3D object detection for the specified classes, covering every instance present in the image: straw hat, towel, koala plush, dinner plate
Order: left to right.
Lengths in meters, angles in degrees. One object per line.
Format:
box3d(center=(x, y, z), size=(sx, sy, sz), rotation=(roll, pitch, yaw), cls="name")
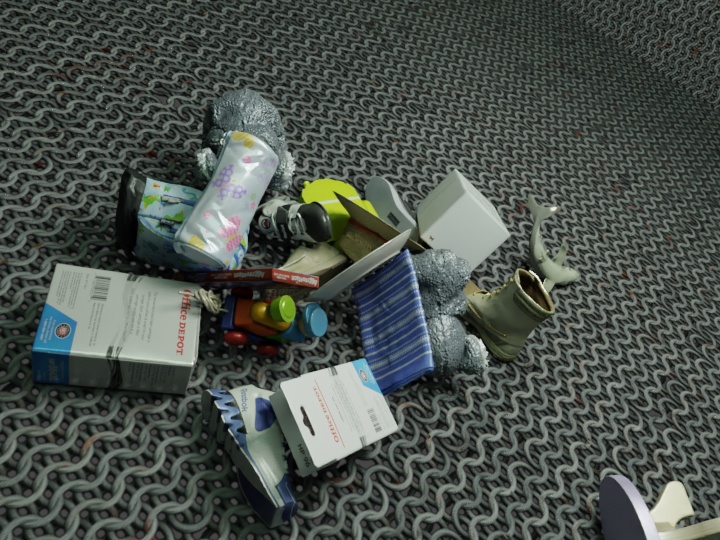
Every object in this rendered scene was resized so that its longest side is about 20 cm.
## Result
box3d(center=(-0.199, -0.195, 1.071), size=(0.176, 0.185, 0.200), rotation=(1, 30, -10), cls="koala plush")
box3d(center=(0.000, 0.000, 0.973), size=(0.200, 0.200, 0.024), rotation=(-31, 86, -42), cls="dinner plate")
box3d(center=(0.014, -0.051, 1.114), size=(0.201, 0.085, 0.201), rotation=(32, 3, -2), cls="straw hat")
box3d(center=(0.045, 0.086, 0.984), size=(0.024, 0.145, 0.201), rotation=(12, 56, -37), cls="towel")
box3d(center=(0.118, 0.084, 1.043), size=(0.176, 0.184, 0.201), rotation=(-1, 69, -12), cls="koala plush")

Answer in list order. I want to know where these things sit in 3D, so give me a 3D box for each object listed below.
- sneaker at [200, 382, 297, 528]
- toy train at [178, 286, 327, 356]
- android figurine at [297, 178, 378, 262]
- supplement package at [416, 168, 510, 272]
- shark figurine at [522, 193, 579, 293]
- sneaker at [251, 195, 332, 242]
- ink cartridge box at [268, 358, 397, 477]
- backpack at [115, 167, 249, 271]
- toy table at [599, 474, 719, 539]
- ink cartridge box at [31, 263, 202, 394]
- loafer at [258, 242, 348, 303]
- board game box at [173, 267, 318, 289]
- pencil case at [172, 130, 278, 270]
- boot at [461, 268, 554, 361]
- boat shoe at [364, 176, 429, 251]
box3d(center=(-0.120, 0.223, 0.846), size=(0.115, 0.081, 0.200), rotation=(-17, 57, -34), cls="sneaker")
box3d(center=(-0.145, 0.059, 0.900), size=(0.200, 0.115, 0.085), rotation=(31, 56, -51), cls="toy train")
box3d(center=(-0.045, -0.101, 1.213), size=(0.181, 0.041, 0.200), rotation=(-14, 60, -34), cls="android figurine")
box3d(center=(0.188, -0.095, 1.198), size=(0.117, 0.117, 0.200), rotation=(43, 17, -12), cls="supplement package")
box3d(center=(0.366, -0.038, 1.313), size=(0.128, 0.215, 0.089), rotation=(-38, 28, -15), cls="shark figurine")
box3d(center=(-0.126, -0.080, 1.094), size=(0.088, 0.074, 0.200), rotation=(-21, 22, -32), cls="sneaker")
box3d(center=(-0.045, 0.196, 0.849), size=(0.200, 0.068, 0.116), rotation=(-2, 61, -58), cls="ink cartridge box")
box3d(center=(-0.275, -0.067, 0.999), size=(0.199, 0.163, 0.154), rotation=(1, 66, -27), cls="backpack")
box3d(center=(0.433, 0.390, 0.900), size=(0.116, 0.184, 0.201), rotation=(0, 60, -5), cls="toy table")
box3d(center=(-0.328, 0.083, 0.874), size=(0.199, 0.084, 0.146), rotation=(10, 46, -18), cls="ink cartridge box")
box3d(center=(-0.105, 0.003, 1.070), size=(0.068, 0.076, 0.200), rotation=(43, 36, 19), cls="loafer")
box3d(center=(-0.171, 0.014, 0.938), size=(0.103, 0.199, 0.020), rotation=(11, 80, -55), cls="board game box")
box3d(center=(-0.193, -0.101, 0.914), size=(0.083, 0.091, 0.201), rotation=(10, 72, 38), cls="pencil case")
box3d(center=(0.243, 0.043, 1.135), size=(0.072, 0.155, 0.200), rotation=(-18, 59, -37), cls="boot")
box3d(center=(0.079, -0.111, 1.271), size=(0.066, 0.070, 0.200), rotation=(17, 28, -48), cls="boat shoe")
